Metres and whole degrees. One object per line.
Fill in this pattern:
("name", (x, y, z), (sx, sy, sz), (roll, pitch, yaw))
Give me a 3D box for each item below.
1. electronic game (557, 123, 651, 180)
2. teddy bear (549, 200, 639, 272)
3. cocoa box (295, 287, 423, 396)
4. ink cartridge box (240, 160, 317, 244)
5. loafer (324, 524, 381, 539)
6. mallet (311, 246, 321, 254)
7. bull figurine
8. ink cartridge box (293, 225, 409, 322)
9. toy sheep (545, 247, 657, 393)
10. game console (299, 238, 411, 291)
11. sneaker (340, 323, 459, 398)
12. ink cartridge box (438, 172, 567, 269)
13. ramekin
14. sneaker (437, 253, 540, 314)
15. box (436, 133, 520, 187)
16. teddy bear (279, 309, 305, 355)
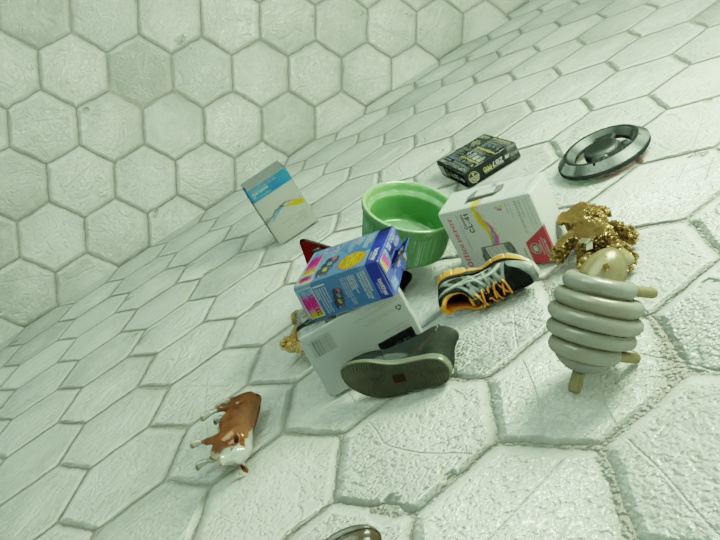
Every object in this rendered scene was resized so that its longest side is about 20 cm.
("electronic game", (0.523, -0.255, 1.514), (0.199, 0.042, 0.200), (-26, 24, 12))
("teddy bear", (0.401, -0.041, 1.197), (0.145, 0.067, 0.200), (-39, 28, 4))
("cocoa box", (-0.002, 0.104, 1.271), (0.199, 0.134, 0.131), (-28, 21, 3))
("ink cartridge box", (-0.253, -0.209, 2.175), (0.144, 0.201, 0.147), (-34, 22, -5))
("loafer", (-0.044, 0.386, 0.822), (0.200, 0.073, 0.071), (-41, 34, -13))
("mallet", (-0.028, 0.039, 1.369), (0.066, 0.201, 0.041), (-26, 6, -21))
("bull figurine", (-0.233, 0.291, 1.245), (0.121, 0.065, 0.200), (-15, 23, 15))
("ink cartridge box", (0.000, 0.000, 1.218), (0.199, 0.077, 0.137), (-17, 24, 23))
("toy sheep", (0.312, 0.068, 0.934), (0.137, 0.201, 0.138), (9, 4, -1))
("game console", (-0.004, -0.023, 1.440), (0.199, 0.119, 0.172), (17, 31, 18))
("sneaker", (0.070, 0.151, 1.181), (0.199, 0.075, 0.106), (-8, 24, 25))
("ink cartridge box", (0.270, -0.085, 1.324), (0.199, 0.148, 0.086), (-11, 27, 41))
("ramekin", (0.095, -0.094, 1.444), (0.199, 0.098, 0.201), (5, 36, -4))
("sneaker", (0.224, 0.031, 1.245), (0.199, 0.078, 0.077), (-19, 37, 35))
("box", (0.308, -0.295, 1.862), (0.161, 0.049, 0.200), (-33, 22, -3))
("teddy bear", (-0.084, 0.101, 1.447), (0.200, 0.067, 0.145), (-38, 26, -20))
